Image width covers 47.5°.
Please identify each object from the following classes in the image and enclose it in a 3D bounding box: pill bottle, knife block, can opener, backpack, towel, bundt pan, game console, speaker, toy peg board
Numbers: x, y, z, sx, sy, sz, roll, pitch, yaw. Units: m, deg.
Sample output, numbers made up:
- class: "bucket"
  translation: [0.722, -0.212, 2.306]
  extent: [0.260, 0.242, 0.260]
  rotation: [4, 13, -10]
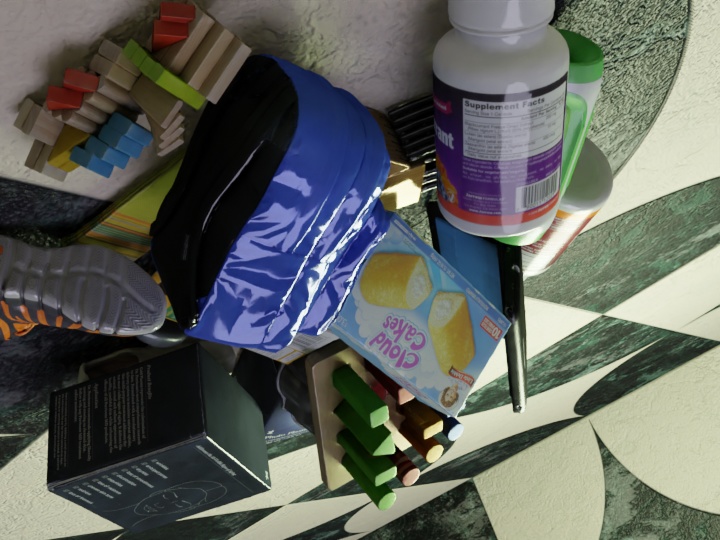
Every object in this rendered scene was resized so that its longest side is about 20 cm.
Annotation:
- class: "pill bottle"
  translation: [0.115, -0.140, 0.679]
  extent: [0.110, 0.112, 0.202]
  rotation: [-16, 127, -14]
- class: "knife block"
  translation: [0.022, -0.095, 0.812]
  extent: [0.174, 0.065, 0.200]
  rotation: [8, 141, -47]
- class: "pill bottle"
  translation: [0.205, -0.066, 0.973]
  extent: [0.111, 0.114, 0.201]
  rotation: [-12, 154, -23]
- class: "can opener"
  translation: [-0.193, 0.061, 0.951]
  extent: [0.052, 0.067, 0.199]
  rotation: [-38, 156, 30]
- class: "backpack"
  translation: [-0.063, -0.060, 0.661]
  extent: [0.166, 0.163, 0.202]
  rotation: [12, 114, -39]
- class: "towel"
  translation: [-0.181, -0.065, 0.759]
  extent: [0.199, 0.018, 0.086]
  rotation: [-33, 158, 20]
- class: "bundt pan"
  translation: [-0.001, 0.130, 1.012]
  extent: [0.199, 0.076, 0.205]
  rotation: [-12, 116, -26]
- class: "game console"
  translation: [0.137, 0.045, 0.970]
  extent: [0.114, 0.178, 0.202]
  rotation: [-2, 139, 14]
- class: "speaker"
  translation: [0.170, -0.125, 0.795]
  extent: [0.087, 0.089, 0.202]
  rotation: [-11, 134, -23]
- class: "toy peg board"
  translation: [0.053, 0.161, 0.940]
  extent: [0.197, 0.098, 0.203]
  rotation: [-23, 129, -24]

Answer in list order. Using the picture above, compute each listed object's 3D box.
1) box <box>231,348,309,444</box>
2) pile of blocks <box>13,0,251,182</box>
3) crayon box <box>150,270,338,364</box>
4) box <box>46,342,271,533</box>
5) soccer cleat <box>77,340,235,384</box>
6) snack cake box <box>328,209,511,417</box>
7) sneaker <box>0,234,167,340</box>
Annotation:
- class: "box"
  translation: [-0.061, 0.140, 1.153]
  extent: [0.197, 0.125, 0.199]
  rotation: [-10, 152, -27]
- class: "pile of blocks"
  translation: [-0.172, -0.119, 0.572]
  extent: [0.198, 0.083, 0.062]
  rotation: [-31, 155, 19]
- class: "crayon box"
  translation: [-0.129, 0.030, 0.857]
  extent: [0.198, 0.052, 0.125]
  rotation: [24, 150, -25]
- class: "box"
  translation: [-0.235, 0.208, 0.983]
  extent: [0.194, 0.125, 0.201]
  rotation: [-17, 146, 8]
- class: "soccer cleat"
  translation: [-0.252, 0.125, 1.023]
  extent: [0.197, 0.070, 0.078]
  rotation: [-12, 151, -17]
- class: "snack cake box"
  translation: [0.045, 0.042, 0.796]
  extent: [0.200, 0.067, 0.116]
  rotation: [40, 77, -34]
- class: "sneaker"
  translation: [-0.284, 0.026, 0.763]
  extent: [0.197, 0.079, 0.112]
  rotation: [18, 149, -18]
